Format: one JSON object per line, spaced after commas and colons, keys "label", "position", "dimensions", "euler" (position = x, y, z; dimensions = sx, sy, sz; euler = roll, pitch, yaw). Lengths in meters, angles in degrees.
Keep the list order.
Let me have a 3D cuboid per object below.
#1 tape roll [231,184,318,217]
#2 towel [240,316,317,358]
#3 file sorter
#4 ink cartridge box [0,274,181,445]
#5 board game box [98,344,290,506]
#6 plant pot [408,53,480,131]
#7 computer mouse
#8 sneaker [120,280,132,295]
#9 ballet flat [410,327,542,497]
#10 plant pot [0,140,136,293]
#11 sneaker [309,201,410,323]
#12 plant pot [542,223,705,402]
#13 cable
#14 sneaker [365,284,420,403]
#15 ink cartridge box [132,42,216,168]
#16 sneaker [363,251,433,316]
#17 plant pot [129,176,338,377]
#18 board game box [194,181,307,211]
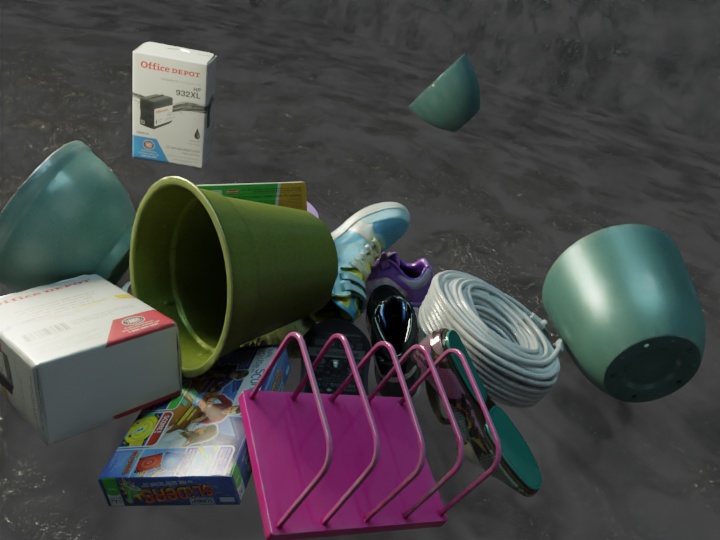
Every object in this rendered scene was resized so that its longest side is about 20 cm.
{"label": "tape roll", "position": [-0.165, -0.066, 1.092], "dimensions": [0.194, 0.067, 0.202], "euler": [8, 29, -4]}
{"label": "towel", "position": [-0.135, 0.056, 0.915], "dimensions": [0.144, 0.037, 0.201], "euler": [-1, 30, -24]}
{"label": "file sorter", "position": [0.010, 0.145, 0.632], "dimensions": [0.195, 0.126, 0.141], "euler": [10, 43, -34]}
{"label": "ink cartridge box", "position": [-0.296, 0.081, 0.716], "dimensions": [0.145, 0.088, 0.197], "euler": [-17, 24, -40]}
{"label": "board game box", "position": [-0.157, 0.149, 0.696], "dimensions": [0.131, 0.035, 0.201], "euler": [-5, 27, 12]}
{"label": "plant pot", "position": [0.244, -0.455, 1.837], "dimensions": [0.135, 0.199, 0.201], "euler": [47, 29, -9]}
{"label": "computer mouse", "position": [-0.037, 0.140, 0.791], "dimensions": [0.134, 0.054, 0.203], "euler": [7, 38, 1]}
{"label": "sneaker", "position": [-0.227, 0.012, 0.902], "dimensions": [0.112, 0.077, 0.202], "euler": [0, 36, 12]}
{"label": "ballet flat", "position": [0.121, 0.162, 0.756], "dimensions": [0.203, 0.071, 0.069], "euler": [58, 31, 3]}
{"label": "plant pot", "position": [-0.356, -0.040, 0.871], "dimensions": [0.133, 0.201, 0.202], "euler": [35, 27, -9]}
{"label": "sneaker", "position": [0.000, 0.000, 0.908], "dimensions": [0.197, 0.080, 0.132], "euler": [-31, 46, -3]}
{"label": "plant pot", "position": [0.356, 0.070, 0.908], "dimensions": [0.194, 0.204, 0.163], "euler": [6, 40, -9]}
{"label": "cable", "position": [0.162, 0.083, 0.870], "dimensions": [0.198, 0.070, 0.200], "euler": [38, 23, 6]}
{"label": "sneaker", "position": [0.044, 0.058, 0.859], "dimensions": [0.071, 0.114, 0.203], "euler": [-6, 39, -2]}
{"label": "ink cartridge box", "position": [-0.360, -0.317, 1.326], "dimensions": [0.140, 0.205, 0.084], "euler": [8, 27, -4]}
{"label": "sneaker", "position": [0.022, 0.012, 0.994], "dimensions": [0.193, 0.091, 0.081], "euler": [5, 30, -9]}
{"label": "plant pot", "position": [-0.129, -0.002, 0.773], "dimensions": [0.198, 0.205, 0.187], "euler": [33, 26, 35]}
{"label": "board game box", "position": [-0.177, -0.087, 0.917], "dimensions": [0.149, 0.042, 0.198], "euler": [-6, 4, -28]}
